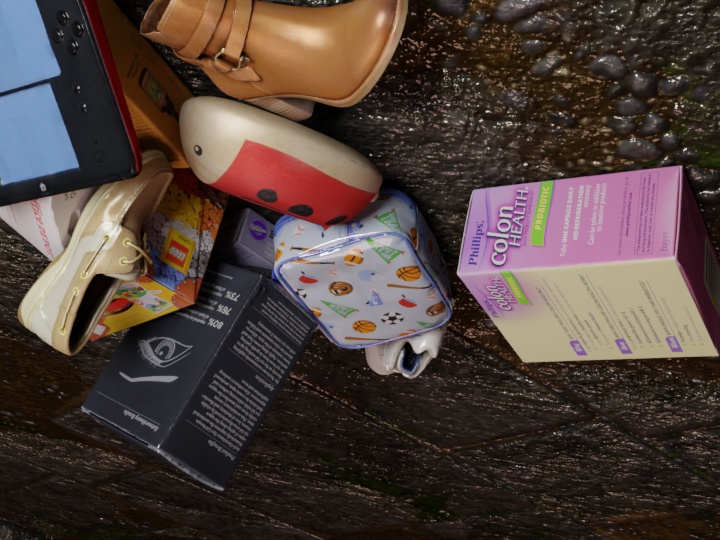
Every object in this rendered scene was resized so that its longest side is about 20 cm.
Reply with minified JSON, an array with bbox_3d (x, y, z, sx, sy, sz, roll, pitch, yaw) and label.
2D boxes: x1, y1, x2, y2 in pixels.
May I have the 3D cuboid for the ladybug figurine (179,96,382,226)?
[{"bbox_3d":[-0.071,-0.091,0.916,0.198,0.073,0.136,19,178,-22],"label":"ladybug figurine"}]

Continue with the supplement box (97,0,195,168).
[{"bbox_3d":[-0.214,-0.169,0.886,0.068,0.067,0.200,-5,146,30],"label":"supplement box"}]

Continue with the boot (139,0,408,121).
[{"bbox_3d":[-0.070,-0.182,0.781,0.154,0.074,0.199,25,153,-28],"label":"boot"}]

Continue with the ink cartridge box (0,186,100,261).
[{"bbox_3d":[-0.314,-0.111,0.938,0.199,0.086,0.148,36,153,12],"label":"ink cartridge box"}]

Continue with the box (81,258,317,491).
[{"bbox_3d":[-0.164,0.098,1.056,0.147,0.201,0.104,16,160,44],"label":"box"}]

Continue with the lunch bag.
[{"bbox_3d":[0.000,0.000,1.053,0.159,0.076,0.200,-14,143,16],"label":"lunch bag"}]

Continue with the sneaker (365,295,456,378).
[{"bbox_3d":[0.046,0.087,1.206,0.074,0.088,0.200,16,153,-9],"label":"sneaker"}]

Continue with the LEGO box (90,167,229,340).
[{"bbox_3d":[-0.233,-0.026,1.062,0.077,0.150,0.199,33,146,-32],"label":"LEGO box"}]

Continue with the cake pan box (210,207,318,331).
[{"bbox_3d":[-0.127,0.016,1.195,0.184,0.053,0.199,35,145,-30],"label":"cake pan box"}]

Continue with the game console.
[{"bbox_3d":[-0.268,-0.143,0.800,0.198,0.031,0.179,-7,103,31],"label":"game console"}]

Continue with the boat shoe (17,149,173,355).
[{"bbox_3d":[-0.220,-0.013,0.915,0.066,0.201,0.074,40,-168,15],"label":"boat shoe"}]

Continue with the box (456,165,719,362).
[{"bbox_3d":[0.219,0.001,0.965,0.198,0.097,0.176,-6,146,30],"label":"box"}]
